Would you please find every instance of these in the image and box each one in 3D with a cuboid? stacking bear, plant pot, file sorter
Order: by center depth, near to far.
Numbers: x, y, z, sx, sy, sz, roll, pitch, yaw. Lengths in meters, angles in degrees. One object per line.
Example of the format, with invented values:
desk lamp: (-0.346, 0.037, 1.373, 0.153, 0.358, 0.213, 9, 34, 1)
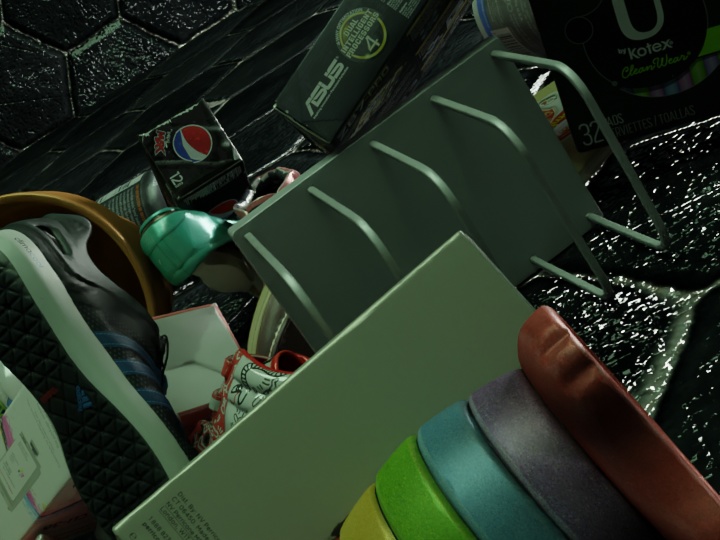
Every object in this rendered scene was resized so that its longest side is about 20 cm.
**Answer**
stacking bear: (0.035, 0.121, 0.483, 0.200, 0.121, 0.114, -42, 1, 6)
file sorter: (0.055, -0.016, 0.720, 0.200, 0.139, 0.125, -37, 21, -7)
plant pot: (-0.243, 0.028, 1.049, 0.200, 0.200, 0.140, -30, 3, 13)

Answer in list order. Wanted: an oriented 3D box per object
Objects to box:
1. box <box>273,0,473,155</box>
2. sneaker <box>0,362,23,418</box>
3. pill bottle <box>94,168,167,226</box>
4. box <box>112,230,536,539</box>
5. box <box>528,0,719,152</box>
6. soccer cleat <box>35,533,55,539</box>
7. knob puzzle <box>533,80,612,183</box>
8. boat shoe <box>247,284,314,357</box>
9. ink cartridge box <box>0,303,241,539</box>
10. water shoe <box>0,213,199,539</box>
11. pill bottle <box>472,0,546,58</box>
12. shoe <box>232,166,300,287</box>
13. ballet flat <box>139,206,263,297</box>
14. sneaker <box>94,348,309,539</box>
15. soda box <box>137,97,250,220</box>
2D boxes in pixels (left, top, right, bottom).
box: (0.028, -0.163, 0.807, 0.200, 0.049, 0.161, -56, -4, 3)
sneaker: (-0.231, 0.088, 0.864, 0.105, 0.076, 0.200, -53, 8, 4)
pill bottle: (-0.213, -0.037, 1.246, 0.200, 0.106, 0.106, -26, 21, 22)
box: (-0.010, 0.077, 0.561, 0.200, 0.068, 0.082, -40, -8, -11)
box: (0.214, -0.186, 0.794, 0.200, 0.149, 0.124, -15, 25, 18)
soccer cleat: (-0.131, 0.193, 0.666, 0.200, 0.067, 0.077, 1, 72, 50)
knob puzzle: (0.120, -0.071, 0.900, 0.219, 0.030, 0.220, -30, 20, 12)
boat shoe: (0.000, 0.000, 0.839, 0.200, 0.072, 0.072, -53, 28, -16)
ink cartridge box: (-0.160, 0.109, 0.764, 0.116, 0.068, 0.200, -14, -24, -43)
water shoe: (-0.117, 0.058, 0.632, 0.071, 0.200, 0.079, -29, 4, 38)
pill bottle: (0.192, -0.240, 1.052, 0.114, 0.114, 0.200, -42, 21, -21)
shoe: (-0.057, -0.011, 0.955, 0.071, 0.091, 0.200, -31, 20, 12)
ballet flat: (-0.104, -0.009, 1.036, 0.067, 0.070, 0.200, -40, -18, 22)
sneaker: (-0.069, 0.099, 0.676, 0.201, 0.108, 0.067, -9, -11, 43)
soda box: (-0.132, -0.064, 1.076, 0.063, 0.071, 0.200, -31, -17, -10)
